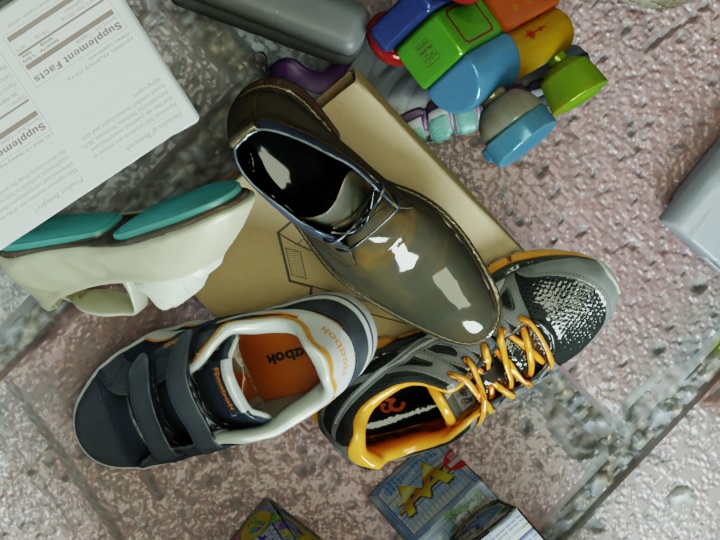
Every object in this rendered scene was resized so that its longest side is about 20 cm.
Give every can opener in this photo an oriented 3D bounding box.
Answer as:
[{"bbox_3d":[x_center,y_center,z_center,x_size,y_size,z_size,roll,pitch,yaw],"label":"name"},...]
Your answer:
[{"bbox_3d":[-0.085,-0.184,1.351,0.199,0.053,0.067,20,81,-1],"label":"can opener"}]

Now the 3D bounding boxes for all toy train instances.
[{"bbox_3d":[0.104,-0.142,1.356,0.200,0.085,0.116,-32,85,-45],"label":"toy train"}]

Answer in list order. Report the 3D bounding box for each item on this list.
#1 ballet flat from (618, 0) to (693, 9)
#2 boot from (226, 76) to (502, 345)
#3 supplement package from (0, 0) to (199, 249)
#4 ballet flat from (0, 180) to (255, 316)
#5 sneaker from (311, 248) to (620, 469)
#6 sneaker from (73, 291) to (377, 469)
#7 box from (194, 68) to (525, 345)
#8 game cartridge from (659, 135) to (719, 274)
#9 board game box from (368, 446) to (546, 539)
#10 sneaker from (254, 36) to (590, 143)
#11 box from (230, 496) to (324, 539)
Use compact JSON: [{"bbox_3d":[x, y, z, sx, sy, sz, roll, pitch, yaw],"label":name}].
[{"bbox_3d":[0.243,-0.206,1.437,0.199,0.046,0.068,-12,99,-10],"label":"ballet flat"},{"bbox_3d":[-0.002,-0.021,1.294,0.200,0.097,0.075,42,103,-5],"label":"boot"},{"bbox_3d":[-0.209,-0.079,1.302,0.200,0.156,0.111,-34,102,-6],"label":"supplement package"},{"bbox_3d":[-0.125,-0.007,1.327,0.069,0.200,0.070,7,80,-46],"label":"ballet flat"},{"bbox_3d":[0.066,0.059,1.372,0.200,0.077,0.078,-31,115,5],"label":"sneaker"},{"bbox_3d":[-0.091,0.068,1.352,0.199,0.079,0.079,-24,97,20],"label":"sneaker"},{"bbox_3d":[0.000,0.000,1.389,0.163,0.021,0.200,-39,114,12],"label":"box"},{"bbox_3d":[0.302,-0.021,1.482,0.200,0.042,0.133,39,93,-14],"label":"game cartridge"},{"bbox_3d":[0.094,0.194,1.407,0.062,0.200,0.200,-42,89,-5],"label":"board game box"},{"bbox_3d":[0.039,-0.120,1.394,0.199,0.074,0.088,-18,96,-8],"label":"sneaker"},{"bbox_3d":[-0.004,0.255,1.369,0.192,0.200,0.122,39,89,-13],"label":"box"}]
